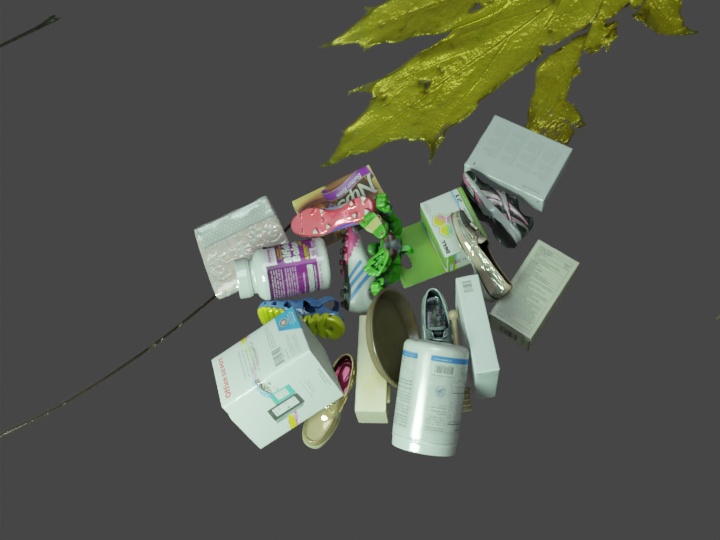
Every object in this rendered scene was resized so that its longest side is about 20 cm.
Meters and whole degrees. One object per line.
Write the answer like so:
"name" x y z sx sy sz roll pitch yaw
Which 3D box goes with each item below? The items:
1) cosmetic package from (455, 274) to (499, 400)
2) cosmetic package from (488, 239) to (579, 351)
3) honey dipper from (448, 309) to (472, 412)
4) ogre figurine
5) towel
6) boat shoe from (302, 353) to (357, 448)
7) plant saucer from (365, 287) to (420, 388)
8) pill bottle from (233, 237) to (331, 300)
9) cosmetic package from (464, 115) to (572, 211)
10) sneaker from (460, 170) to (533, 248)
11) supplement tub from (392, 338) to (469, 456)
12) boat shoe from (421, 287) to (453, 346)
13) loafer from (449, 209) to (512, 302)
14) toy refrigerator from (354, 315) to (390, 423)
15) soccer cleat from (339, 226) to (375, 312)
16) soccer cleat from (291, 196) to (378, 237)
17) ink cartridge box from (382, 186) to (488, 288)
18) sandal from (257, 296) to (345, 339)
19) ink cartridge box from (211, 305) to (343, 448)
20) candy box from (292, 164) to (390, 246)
"cosmetic package" 0.229 0.134 1.644 0.050 0.152 0.204 -8 63 -1
"cosmetic package" 0.357 0.051 1.715 0.103 0.073 0.201 32 71 20
"honey dipper" 0.193 0.180 1.653 0.037 0.038 0.205 -7 82 3
"ogre figurine" 0.055 -0.046 1.746 0.096 0.120 0.204 -20 74 19
"towel" -0.261 -0.055 1.864 0.197 0.032 0.193 -25 63 -5
"boat shoe" -0.064 0.255 1.663 0.072 0.070 0.203 18 67 15
"plant saucer" 0.064 0.135 1.650 0.029 0.200 0.204 -14 59 29
"pill bottle" -0.167 0.001 1.766 0.195 0.113 0.114 -11 62 -9
"cosmetic package" 0.354 -0.243 1.867 0.197 0.052 0.152 28 68 19
"sneaker" 0.301 -0.143 1.827 0.086 0.081 0.201 -32 75 -18
"supplement tub" 0.133 0.238 1.579 0.129 0.132 0.205 8 89 11
"boat shoe" 0.155 0.132 1.698 0.068 0.072 0.205 -7 63 3
"loafer" 0.249 -0.038 1.690 0.062 0.071 0.203 -31 76 35
"toy refrigerator" 0.030 0.199 1.677 0.068 0.076 0.204 0 63 6
"soccer cleat" 0.000 0.000 1.794 0.084 0.070 0.204 6 63 -12
"soccer cleat" -0.053 -0.112 1.796 0.196 0.076 0.068 -16 77 17
"ink cartridge box" 0.158 -0.070 1.797 0.196 0.076 0.150 -21 63 -6
"sandal" -0.121 0.092 1.756 0.195 0.081 0.088 7 44 9
"ink cartridge box" -0.164 0.208 1.613 0.198 0.147 0.148 -32 38 3
"candy box" -0.041 -0.140 1.867 0.197 0.057 0.118 -26 64 -5
